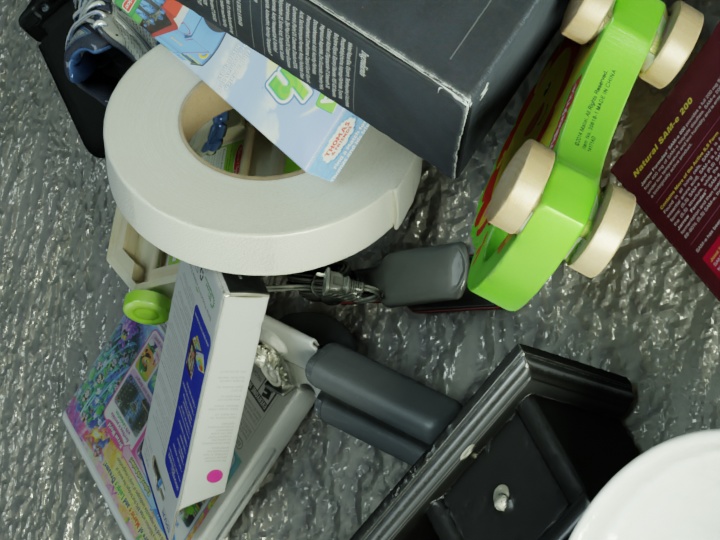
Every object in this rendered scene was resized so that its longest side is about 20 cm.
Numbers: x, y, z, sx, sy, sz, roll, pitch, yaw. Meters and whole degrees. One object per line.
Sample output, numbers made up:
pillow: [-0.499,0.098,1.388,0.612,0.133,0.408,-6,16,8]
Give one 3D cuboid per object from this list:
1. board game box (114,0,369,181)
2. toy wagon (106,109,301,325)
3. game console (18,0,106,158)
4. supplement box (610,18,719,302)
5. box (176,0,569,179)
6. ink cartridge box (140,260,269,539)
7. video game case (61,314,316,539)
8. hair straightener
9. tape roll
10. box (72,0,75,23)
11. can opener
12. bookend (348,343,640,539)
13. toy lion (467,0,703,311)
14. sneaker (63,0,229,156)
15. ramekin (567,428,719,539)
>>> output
board game box: [-0.046,-0.172,1.335,0.200,0.036,0.152,41,104,32]
toy wagon: [-0.087,-0.048,1.472,0.199,0.040,0.156,-13,56,35]
game console: [-0.151,-0.213,1.647,0.199,0.116,0.177,-32,24,37]
supplement box: [0.220,-0.028,1.106,0.109,0.061,0.200,-54,43,21]
box: [0.027,-0.196,1.194,0.196,0.124,0.201,33,75,10]
ink cartridge box: [-0.101,0.069,1.393,0.095,0.037,0.201,-116,35,-50]
video game case: [-0.121,0.092,1.492,0.183,0.024,0.200,-57,42,19]
hair straightener: [0.000,0.000,1.341,0.199,0.077,0.041,4,83,50]
tape roll: [-0.059,-0.081,1.363,0.037,0.201,0.204,90,160,-46]
box: [-0.136,-0.210,1.517,0.199,0.036,0.144,11,107,50]
can opener: [-0.004,0.064,1.334,0.066,0.053,0.199,-35,39,-25]
bookend: [0.092,0.185,1.151,0.199,0.092,0.201,-50,45,24]
toy lion: [0.103,-0.061,1.191,0.201,0.068,0.192,-67,7,-30]
sneaker: [-0.162,-0.162,1.466,0.201,0.085,0.077,59,138,24]
ramekin: [0.189,0.182,1.029,0.199,0.105,0.202,-22,59,43]
